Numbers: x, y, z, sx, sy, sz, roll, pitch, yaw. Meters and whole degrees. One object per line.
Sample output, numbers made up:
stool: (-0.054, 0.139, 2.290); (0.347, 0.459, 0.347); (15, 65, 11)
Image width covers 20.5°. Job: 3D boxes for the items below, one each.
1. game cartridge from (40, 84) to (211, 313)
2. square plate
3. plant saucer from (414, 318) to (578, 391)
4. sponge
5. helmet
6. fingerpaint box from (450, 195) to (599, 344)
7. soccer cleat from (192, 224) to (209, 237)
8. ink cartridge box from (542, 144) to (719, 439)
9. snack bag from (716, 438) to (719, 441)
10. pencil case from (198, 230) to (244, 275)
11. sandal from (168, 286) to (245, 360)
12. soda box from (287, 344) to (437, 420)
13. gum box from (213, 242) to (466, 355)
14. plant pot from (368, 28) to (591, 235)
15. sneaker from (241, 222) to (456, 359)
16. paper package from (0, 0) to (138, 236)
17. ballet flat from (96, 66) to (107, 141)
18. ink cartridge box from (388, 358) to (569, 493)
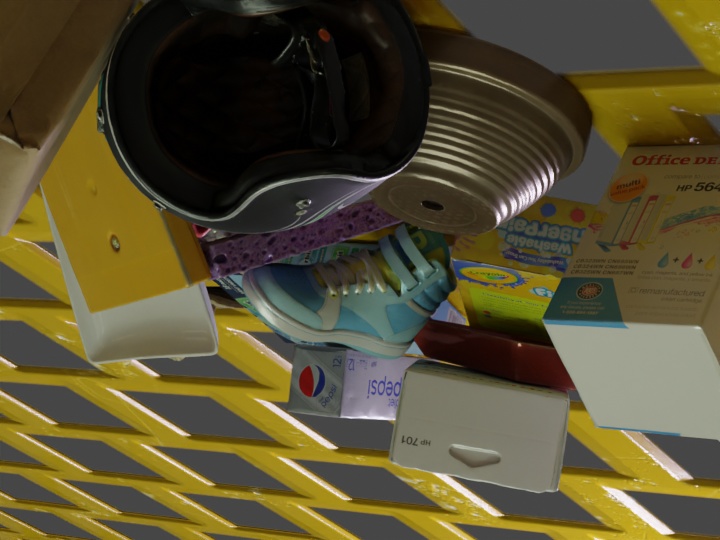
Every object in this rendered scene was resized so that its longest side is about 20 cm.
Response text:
game cartridge: (-0.205, -0.072, 1.612); (0.032, 0.201, 0.176); (-22, -175, -35)
square plate: (-0.205, -0.018, 1.781); (0.028, 0.200, 0.199); (-20, -171, -42)
plant saucer: (0.163, 0.081, 1.785); (0.199, 0.037, 0.199); (12, 180, -30)
sponge: (-0.069, -0.025, 1.659); (0.199, 0.030, 0.111); (-18, -175, -36)
helmet: (-0.071, -0.116, 1.337); (0.190, 0.201, 0.200); (-9, 149, 37)
fingerpaint box: (0.185, 0.006, 1.642); (0.198, 0.074, 0.167); (11, 161, 14)
soccer cleat: (-0.069, -0.069, 1.632); (0.199, 0.077, 0.067); (-4, 152, 45)
ink cartridge box: (0.240, 0.004, 1.437); (0.128, 0.201, 0.126); (1, 139, 36)
snack bag: (0.390, 0.142, 1.786); (0.188, 0.022, 0.200); (-1, 156, 39)
pencil case: (-0.155, -0.028, 1.808); (0.089, 0.078, 0.199); (-4, 178, -41)
sandal: (-0.170, 0.052, 1.932); (0.077, 0.070, 0.211); (2, -179, 29)
soda box: (0.006, 0.115, 1.998); (0.063, 0.069, 0.200); (4, 177, 30)
gum box: (-0.024, 0.025, 1.901); (0.199, 0.045, 0.170); (3, 157, 31)
plant pot: (0.063, -0.088, 1.455); (0.199, 0.093, 0.201); (15, 161, 6)
sneaker: (0.000, 0.000, 1.702); (0.199, 0.080, 0.131); (14, 128, -46)
paper package: (-0.235, -0.146, 1.379); (0.103, 0.191, 0.200); (31, 157, -6)
ballet flat: (-0.109, -0.140, 1.465); (0.199, 0.073, 0.072); (-11, -178, -41)
ink cartridge box: (0.107, 0.133, 1.739); (0.145, 0.087, 0.200); (10, 179, 5)
